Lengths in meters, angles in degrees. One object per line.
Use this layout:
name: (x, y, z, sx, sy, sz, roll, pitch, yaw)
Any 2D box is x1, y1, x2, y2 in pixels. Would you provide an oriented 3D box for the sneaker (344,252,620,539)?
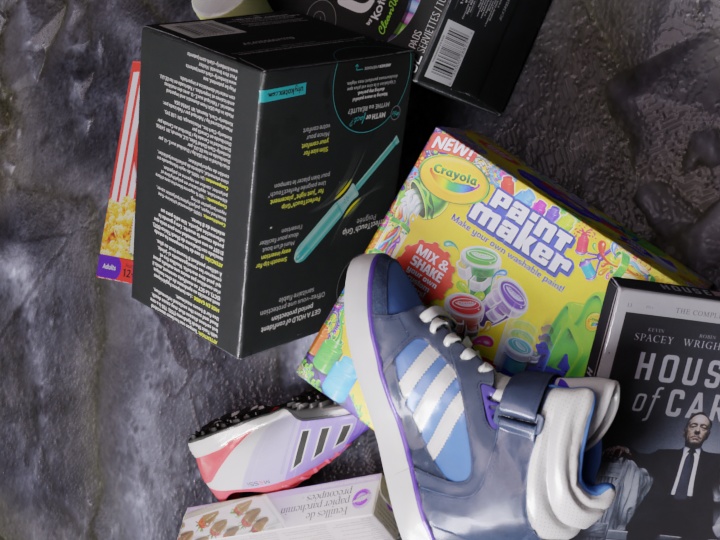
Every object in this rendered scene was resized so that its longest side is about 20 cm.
sneaker: (0.079, 0.066, 0.781, 0.145, 0.080, 0.203, -20, 70, 19)

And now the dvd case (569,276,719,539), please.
dvd case: (0.198, 0.109, 0.808, 0.025, 0.148, 0.203, -114, 33, -68)

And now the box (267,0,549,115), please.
box: (0.032, -0.231, 1.013, 0.199, 0.124, 0.150, 31, 102, 36)

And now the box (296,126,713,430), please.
box: (0.099, 0.039, 0.890, 0.199, 0.122, 0.194, 33, 103, 14)

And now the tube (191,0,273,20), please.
tube: (-0.067, -0.155, 1.042, 0.051, 0.201, 0.059, -19, 52, 12)

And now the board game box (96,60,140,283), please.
board game box: (-0.155, -0.081, 1.178, 0.150, 0.046, 0.203, 8, 88, 37)

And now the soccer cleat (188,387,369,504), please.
soccer cleat: (-0.049, 0.139, 1.065, 0.198, 0.068, 0.074, -19, 95, 29)

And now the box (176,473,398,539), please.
box: (-0.059, 0.203, 1.054, 0.198, 0.042, 0.039, -16, 40, 31)

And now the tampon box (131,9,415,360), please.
tampon box: (-0.066, -0.067, 0.937, 0.125, 0.149, 0.203, 25, 118, 37)
